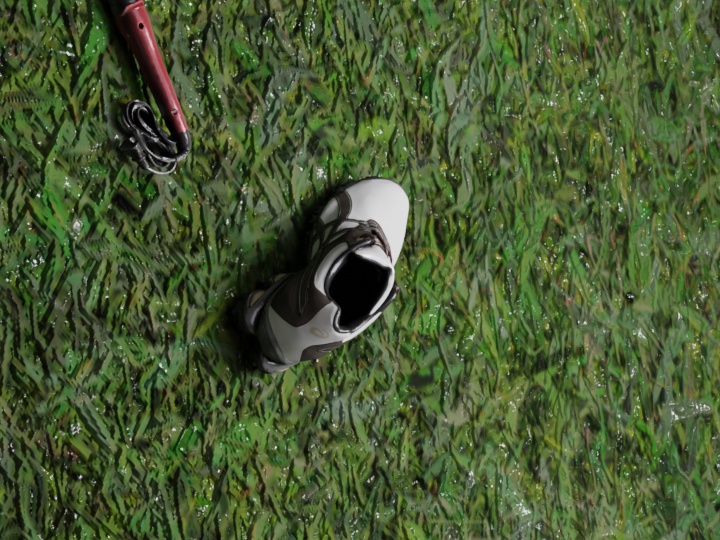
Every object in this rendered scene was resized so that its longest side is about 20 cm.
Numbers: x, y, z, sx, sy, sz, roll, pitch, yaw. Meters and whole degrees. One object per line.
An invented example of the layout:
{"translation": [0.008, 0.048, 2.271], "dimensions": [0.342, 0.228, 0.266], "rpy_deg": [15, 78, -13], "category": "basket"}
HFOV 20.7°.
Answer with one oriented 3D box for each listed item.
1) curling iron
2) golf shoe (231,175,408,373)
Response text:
{"translation": [-0.149, -0.158, 1.251], "dimensions": [0.049, 0.025, 0.202], "rpy_deg": [-25, 103, -53], "category": "curling iron"}
{"translation": [0.000, 0.000, 1.354], "dimensions": [0.078, 0.094, 0.200], "rpy_deg": [60, 43, -23], "category": "golf shoe"}
